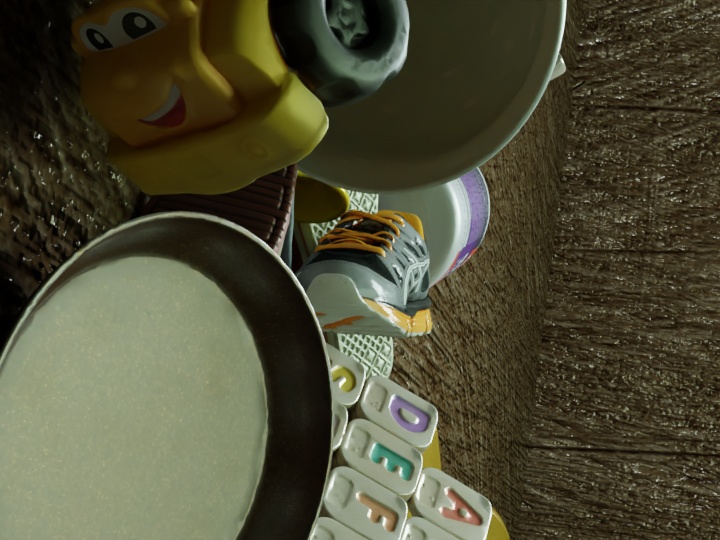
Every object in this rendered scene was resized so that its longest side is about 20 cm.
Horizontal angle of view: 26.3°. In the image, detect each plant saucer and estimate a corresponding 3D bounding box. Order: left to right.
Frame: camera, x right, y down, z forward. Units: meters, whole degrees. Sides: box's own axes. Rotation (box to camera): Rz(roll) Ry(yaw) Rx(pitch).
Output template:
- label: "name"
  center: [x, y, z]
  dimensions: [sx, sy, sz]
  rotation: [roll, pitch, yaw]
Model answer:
- label: "plant saucer"
  center: [-0.089, 0.074, 0.655]
  dimensions: [0.200, 0.034, 0.201]
  rotation: [-7, 99, -48]

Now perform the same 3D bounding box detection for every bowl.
- label: "bowl"
  center: [0.021, -0.145, 0.795]
  dimensions: [0.090, 0.201, 0.202]
  rotation: [-27, 122, -64]

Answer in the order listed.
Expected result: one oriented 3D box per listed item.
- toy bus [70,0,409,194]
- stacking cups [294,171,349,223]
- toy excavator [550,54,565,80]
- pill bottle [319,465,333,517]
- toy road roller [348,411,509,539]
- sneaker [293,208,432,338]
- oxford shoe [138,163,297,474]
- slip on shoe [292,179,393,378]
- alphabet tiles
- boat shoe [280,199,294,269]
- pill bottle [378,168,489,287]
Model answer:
- label: "toy bus"
  center: [-0.069, -0.156, 0.578]
  dimensions: [0.192, 0.136, 0.200]
  rotation: [39, 59, -35]
- label: "stacking cups"
  center: [-0.026, -0.128, 0.969]
  dimensions: [0.061, 0.060, 0.200]
  rotation: [74, 19, -59]
- label: "toy excavator"
  center: [0.061, -0.226, 0.983]
  dimensions: [0.200, 0.100, 0.194]
  rotation: [66, 6, 19]
- label: "pill bottle"
  center: [-0.049, 0.210, 0.877]
  dimensions: [0.113, 0.112, 0.200]
  rotation: [-56, 149, -65]
- label: "toy road roller"
  center: [0.018, 0.157, 0.981]
  dimensions: [0.146, 0.123, 0.201]
  rotation: [-19, 107, -47]
- label: "sneaker"
  center: [0.000, 0.000, 0.905]
  dimensions: [0.200, 0.078, 0.077]
  rotation: [0, 95, -81]
- label: "oxford shoe"
  center: [-0.081, 0.021, 0.759]
  dimensions: [0.075, 0.070, 0.200]
  rotation: [78, 32, -63]
- label: "slip on shoe"
  center: [-0.026, -0.016, 1.014]
  dimensions: [0.074, 0.061, 0.201]
  rotation: [-17, 104, -42]
- label: "alphabet tiles"
  center: [-0.021, 0.115, 0.814]
  dimensions: [0.015, 0.195, 0.200]
  rotation: [-54, -172, 37]
- label: "boat shoe"
  center: [-0.049, -0.060, 0.854]
  dimensions: [0.075, 0.065, 0.202]
  rotation: [79, 21, -53]
- label: "pill bottle"
  center: [0.035, -0.044, 1.137]
  dimensions: [0.200, 0.111, 0.112]
  rotation: [-27, 122, -75]
